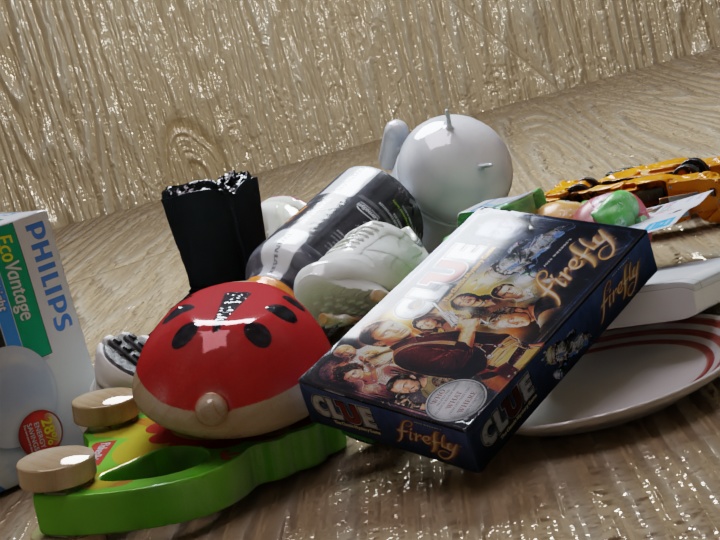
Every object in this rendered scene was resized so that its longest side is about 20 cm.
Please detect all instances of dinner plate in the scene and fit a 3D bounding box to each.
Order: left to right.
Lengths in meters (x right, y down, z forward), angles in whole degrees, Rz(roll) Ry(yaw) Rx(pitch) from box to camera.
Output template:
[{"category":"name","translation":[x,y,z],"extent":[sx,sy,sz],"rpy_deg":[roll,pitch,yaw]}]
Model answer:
[{"category":"dinner plate","translation":[0.147,0.070,0.890],"extent":[0.200,0.024,0.200],"rpy_deg":[-14,9,2]}]

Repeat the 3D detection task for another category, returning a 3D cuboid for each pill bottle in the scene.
[{"category":"pill bottle","translation":[-0.034,-0.005,1.283],"extent":[0.106,0.106,0.200],"rpy_deg":[-7,27,41]}]

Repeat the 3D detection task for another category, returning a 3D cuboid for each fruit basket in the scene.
[{"category":"fruit basket","translation":[0.175,-0.034,1.150],"extent":[0.200,0.094,0.185],"rpy_deg":[-21,2,26]}]

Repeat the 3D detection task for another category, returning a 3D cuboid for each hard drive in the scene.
[{"category":"hard drive","translation":[0.196,0.017,0.989],"extent":[0.132,0.027,0.200],"rpy_deg":[-10,0,28]}]

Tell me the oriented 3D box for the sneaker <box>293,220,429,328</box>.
[{"category":"sneaker","translation":[0.000,0.000,1.175],"extent":[0.076,0.081,0.200],"rpy_deg":[-20,-11,26]}]

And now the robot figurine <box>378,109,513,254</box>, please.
[{"category":"robot figurine","translation":[0.084,-0.076,1.381],"extent":[0.113,0.170,0.200],"rpy_deg":[-44,-13,-27]}]

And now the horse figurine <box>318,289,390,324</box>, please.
[{"category":"horse figurine","translation":[0.044,0.037,1.089],"extent":[0.132,0.050,0.200],"rpy_deg":[1,-17,-38]}]

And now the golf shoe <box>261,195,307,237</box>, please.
[{"category":"golf shoe","translation":[-0.066,-0.018,1.444],"extent":[0.091,0.075,0.200],"rpy_deg":[-33,37,-24]}]

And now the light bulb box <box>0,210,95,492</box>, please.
[{"category":"light bulb box","translation":[-0.323,0.074,1.081],"extent":[0.200,0.199,0.125],"rpy_deg":[-24,15,-34]}]

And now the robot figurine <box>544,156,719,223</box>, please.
[{"category":"robot figurine","translation":[0.264,-0.067,1.358],"extent":[0.199,0.058,0.145],"rpy_deg":[-9,12,30]}]

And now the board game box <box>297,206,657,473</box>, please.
[{"category":"board game box","translation":[0.074,0.034,0.873],"extent":[0.135,0.035,0.200],"rpy_deg":[11,42,42]}]

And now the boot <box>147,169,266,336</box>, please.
[{"category":"boot","translation":[-0.157,0.007,1.283],"extent":[0.200,0.169,0.076],"rpy_deg":[-25,14,-39]}]

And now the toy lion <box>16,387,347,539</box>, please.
[{"category":"toy lion","translation":[-0.106,0.120,0.928],"extent":[0.191,0.069,0.200],"rpy_deg":[-7,11,6]}]

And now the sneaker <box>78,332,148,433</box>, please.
[{"category":"sneaker","translation":[-0.148,0.090,1.102],"extent":[0.075,0.081,0.200],"rpy_deg":[35,19,25]}]

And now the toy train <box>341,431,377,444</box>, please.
[{"category":"toy train","translation":[0.059,0.062,0.970],"extent":[0.042,0.057,0.200],"rpy_deg":[12,27,43]}]

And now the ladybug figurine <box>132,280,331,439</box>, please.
[{"category":"ladybug figurine","translation":[-0.083,0.055,0.932],"extent":[0.135,0.072,0.200],"rpy_deg":[-1,12,0]}]
